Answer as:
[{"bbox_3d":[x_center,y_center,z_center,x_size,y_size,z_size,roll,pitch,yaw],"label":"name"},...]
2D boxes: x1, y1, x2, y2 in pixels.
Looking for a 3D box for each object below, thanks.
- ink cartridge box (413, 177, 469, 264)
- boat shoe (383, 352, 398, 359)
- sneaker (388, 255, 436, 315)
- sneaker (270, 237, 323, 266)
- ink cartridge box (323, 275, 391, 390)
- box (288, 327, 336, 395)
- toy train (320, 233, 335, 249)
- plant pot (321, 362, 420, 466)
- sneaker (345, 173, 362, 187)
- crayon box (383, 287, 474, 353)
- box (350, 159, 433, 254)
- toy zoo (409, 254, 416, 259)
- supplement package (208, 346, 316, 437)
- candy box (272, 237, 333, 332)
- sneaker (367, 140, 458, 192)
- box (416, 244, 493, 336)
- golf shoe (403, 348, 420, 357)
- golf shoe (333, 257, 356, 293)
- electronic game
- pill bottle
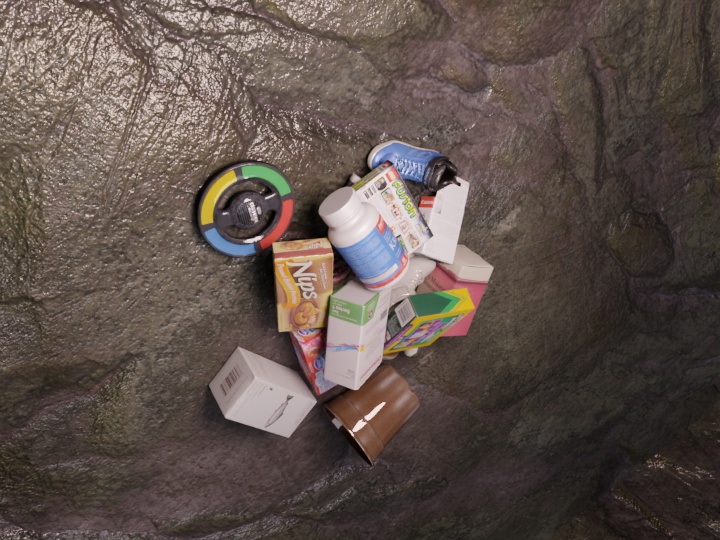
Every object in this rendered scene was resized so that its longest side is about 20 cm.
[{"bbox_3d":[0.186,-0.125,1.428,0.108,0.050,0.202,16,84,-40],"label":"ink cartridge box"},{"bbox_3d":[0.033,0.167,1.513,0.199,0.076,0.072,24,102,-43],"label":"boat shoe"},{"bbox_3d":[0.119,0.040,1.431,0.199,0.116,0.074,-31,130,-16],"label":"sneaker"},{"bbox_3d":[-0.141,0.008,1.297,0.113,0.077,0.200,7,133,-13],"label":"sneaker"},{"bbox_3d":[-0.006,0.129,1.302,0.145,0.083,0.202,-36,137,-58],"label":"ink cartridge box"},{"bbox_3d":[-0.095,0.181,1.407,0.099,0.096,0.201,-28,138,-16],"label":"box"},{"bbox_3d":[-0.002,-0.079,1.358,0.199,0.034,0.046,-14,113,-26],"label":"toy train"},{"bbox_3d":[0.036,0.358,1.570,0.198,0.200,0.201,-40,133,-16],"label":"plant pot"},{"bbox_3d":[0.027,-0.119,1.328,0.199,0.073,0.112,29,102,-33],"label":"sneaker"},{"bbox_3d":[0.136,0.118,1.393,0.171,0.059,0.200,-7,153,-34],"label":"crayon box"},{"bbox_3d":[0.066,-0.118,1.279,0.110,0.035,0.201,-36,123,-4],"label":"box"},{"bbox_3d":[0.060,0.006,1.460,0.131,0.020,0.201,25,102,-42],"label":"toy zoo"},{"bbox_3d":[-0.220,0.280,1.384,0.200,0.117,0.117,33,98,-43],"label":"supplement package"},{"bbox_3d":[-0.116,0.032,1.234,0.114,0.056,0.201,-6,131,-11],"label":"candy box"},{"bbox_3d":[0.119,-0.219,1.292,0.199,0.111,0.077,1,118,-34],"label":"sneaker"},{"bbox_3d":[0.225,0.048,1.526,0.108,0.128,0.201,2,117,-33],"label":"box"},{"bbox_3d":[0.104,0.144,1.545,0.087,0.077,0.201,-20,126,-18],"label":"golf shoe"},{"bbox_3d":[0.000,0.000,1.384,0.199,0.073,0.093,-21,136,-7],"label":"golf shoe"},{"bbox_3d":[-0.219,-0.116,1.178,0.199,0.042,0.201,-17,126,-24],"label":"electronic game"},{"bbox_3d":[0.005,-0.064,1.204,0.112,0.112,0.200,-41,122,-4],"label":"pill bottle"}]
